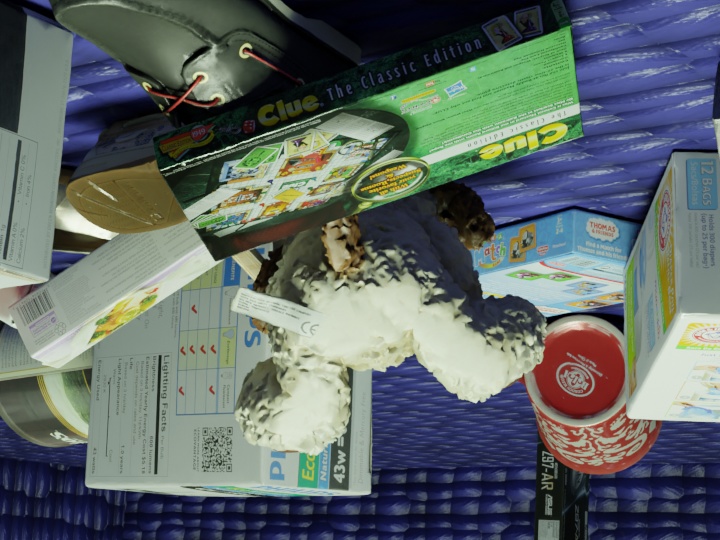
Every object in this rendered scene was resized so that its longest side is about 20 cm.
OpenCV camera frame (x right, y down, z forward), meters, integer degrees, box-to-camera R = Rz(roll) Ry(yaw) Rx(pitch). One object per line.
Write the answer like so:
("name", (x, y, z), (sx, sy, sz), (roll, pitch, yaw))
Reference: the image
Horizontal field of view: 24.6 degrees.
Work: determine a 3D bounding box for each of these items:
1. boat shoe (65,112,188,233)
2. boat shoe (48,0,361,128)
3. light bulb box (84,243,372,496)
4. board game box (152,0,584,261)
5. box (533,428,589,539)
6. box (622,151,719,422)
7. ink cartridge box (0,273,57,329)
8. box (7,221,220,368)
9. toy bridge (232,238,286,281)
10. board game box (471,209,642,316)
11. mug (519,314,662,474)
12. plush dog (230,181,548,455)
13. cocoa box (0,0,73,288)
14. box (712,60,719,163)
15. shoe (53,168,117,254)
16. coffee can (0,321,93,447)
("boat shoe", (-0.078, -0.071, 0.935), (0.198, 0.063, 0.073), (-6, 140, 25))
("boat shoe", (-0.068, -0.098, 0.768), (0.073, 0.064, 0.201), (-4, 166, 35))
("light bulb box", (-0.099, 0.073, 1.269), (0.199, 0.200, 0.124), (-6, 168, 40))
("board game box", (0.008, -0.064, 0.792), (0.198, 0.024, 0.105), (-19, 152, 2))
("box", (0.294, 0.318, 2.398), (0.043, 0.202, 0.160), (-1, 168, 21))
("box", (0.234, 0.016, 1.061), (0.100, 0.113, 0.200), (2, 158, 0))
("ink cartridge box", (-0.292, -0.018, 1.074), (0.199, 0.044, 0.173), (24, 178, 22))
("box", (-0.123, -0.010, 1.014), (0.199, 0.042, 0.039), (-34, 160, 6))
("toy bridge", (-0.047, -0.017, 1.148), (0.027, 0.068, 0.199), (-7, 166, 41))
("board game box", (0.151, -0.001, 1.257), (0.150, 0.037, 0.199), (10, 165, -34))
("mug", (0.206, 0.121, 1.631), (0.176, 0.135, 0.200), (-2, 165, 13))
("plush dog", (0.000, 0.000, 1.026), (0.198, 0.161, 0.172), (-19, -158, 5))
("cocoa box", (-0.259, -0.061, 0.802), (0.199, 0.135, 0.131), (-6, 165, 35))
("box", (0.272, -0.022, 0.849), (0.157, 0.049, 0.201), (-2, 134, 21))
("shoe", (-0.207, -0.037, 1.112), (0.198, 0.054, 0.070), (5, 168, -14))
("coffee can", (-0.216, 0.076, 1.446), (0.146, 0.148, 0.199), (12, 165, -41))
